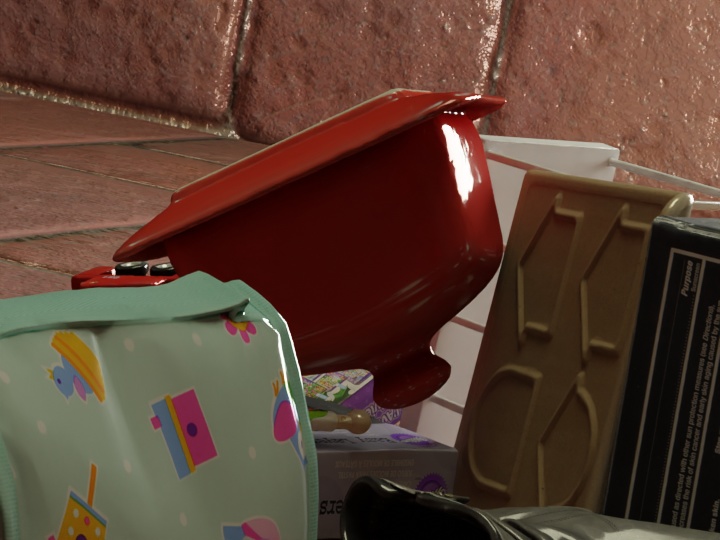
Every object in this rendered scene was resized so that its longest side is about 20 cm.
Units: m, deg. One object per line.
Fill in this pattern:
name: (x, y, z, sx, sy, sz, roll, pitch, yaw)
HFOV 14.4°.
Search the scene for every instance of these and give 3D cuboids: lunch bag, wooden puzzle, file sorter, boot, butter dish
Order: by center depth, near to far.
lunch bag: (-0.093, 0.100, 0.798, 0.122, 0.201, 0.170, 14, 9, 32)
boot: (0.094, 0.134, 1.240, 0.200, 0.070, 0.131, 1, -13, 42)
wooden puzzle: (0.110, 0.048, 1.427, 0.046, 0.186, 0.200, 15, 0, -19)
butter dish: (0.000, 0.000, 1.466, 0.200, 0.148, 0.199, -25, -1, 9)
file sorter: (0.122, 0.039, 1.586, 0.124, 0.201, 0.139, 20, 12, 37)

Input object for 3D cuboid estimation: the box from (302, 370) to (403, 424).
box: (-0.039, 0.044, 1.686, 0.137, 0.039, 0.200, -36, 34, -30)

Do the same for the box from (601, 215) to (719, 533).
box: (0.226, 0.090, 1.296, 0.198, 0.201, 0.123, 16, 10, 41)

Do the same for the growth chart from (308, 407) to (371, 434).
growth chart: (-0.106, 0.057, 1.459, 0.144, 0.018, 0.200, 4, 8, -34)

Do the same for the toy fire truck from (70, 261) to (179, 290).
toy fire truck: (-0.146, 0.033, 1.625, 0.199, 0.049, 0.141, 1, 13, 30)

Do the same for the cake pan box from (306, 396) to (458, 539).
cake pan box: (-0.076, 0.093, 1.477, 0.200, 0.052, 0.184, 3, 12, -44)
